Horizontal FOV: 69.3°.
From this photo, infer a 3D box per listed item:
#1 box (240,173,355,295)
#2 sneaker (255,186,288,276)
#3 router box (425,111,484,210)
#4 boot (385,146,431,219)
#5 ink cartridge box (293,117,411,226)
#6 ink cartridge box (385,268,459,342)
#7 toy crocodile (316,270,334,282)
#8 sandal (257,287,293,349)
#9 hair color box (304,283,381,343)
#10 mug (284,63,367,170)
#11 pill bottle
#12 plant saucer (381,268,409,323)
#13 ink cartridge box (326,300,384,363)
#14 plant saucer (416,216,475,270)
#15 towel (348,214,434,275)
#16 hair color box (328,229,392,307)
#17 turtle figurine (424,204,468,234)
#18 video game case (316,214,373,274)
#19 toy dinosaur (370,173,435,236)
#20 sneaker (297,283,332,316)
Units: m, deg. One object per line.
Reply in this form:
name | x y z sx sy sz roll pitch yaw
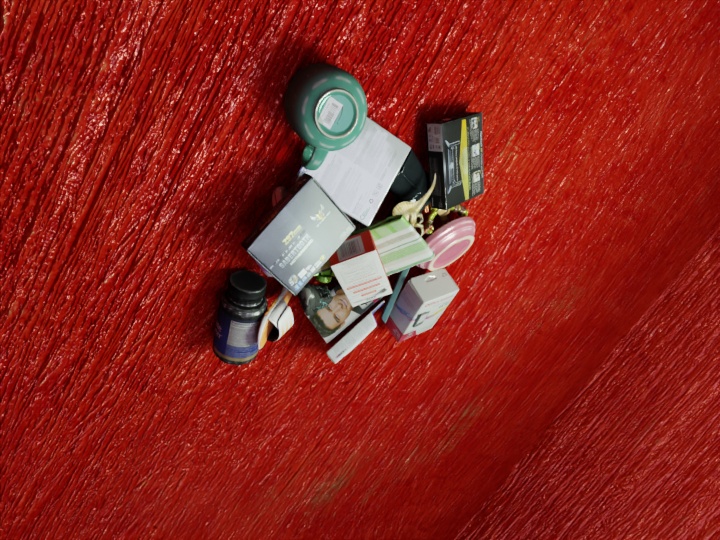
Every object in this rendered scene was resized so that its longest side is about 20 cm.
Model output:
box | -0.126 -0.073 1.083 0.200 0.051 0.158 -48 124 -7
sneaker | -0.194 -0.078 1.142 0.112 0.073 0.205 -3 106 14
router box | 0.231 -0.266 1.256 0.156 0.052 0.204 -24 118 -36
boot | 0.086 -0.186 1.260 0.200 0.077 0.167 -47 134 11
ink cartridge box | -0.018 -0.231 1.130 0.198 0.043 0.199 28 96 -20
ink cartridge box | 0.173 0.102 1.498 0.145 0.086 0.201 -17 150 -33
toy crocodile | -0.125 -0.009 1.260 0.197 0.061 0.069 0 106 -33
sandal | -0.178 0.097 1.218 0.080 0.058 0.208 103 10 -50
hair color box | -0.040 0.086 1.357 0.199 0.100 0.061 -39 178 -3
mug | -0.059 -0.296 1.006 0.149 0.115 0.188 -22 121 -12
pill bottle | -0.274 0.107 1.199 0.110 0.112 0.203 -4 125 -34
plant saucer | 0.103 0.050 1.476 0.019 0.070 0.203 23 115 0
ink cartridge box | 0.000 0.166 1.413 0.199 0.043 0.196 -41 174 -1
plant saucer | 0.238 -0.064 1.434 0.198 0.051 0.201 -28 159 -12
towel | 0.077 -0.060 1.239 0.147 0.031 0.200 -20 145 21
hair color box | 0.000 0.000 1.223 0.109 0.065 0.201 -19 145 3
turtle figurine | 0.215 -0.155 1.387 0.160 0.064 0.202 23 98 -53
video game case | -0.051 -0.109 1.217 0.178 0.025 0.204 -19 119 -27
toy dinosaur | 0.119 -0.131 1.227 0.198 0.059 0.101 -34 132 5
sneaker | -0.109 0.056 1.231 0.078 0.077 0.200 -23 173 -7
